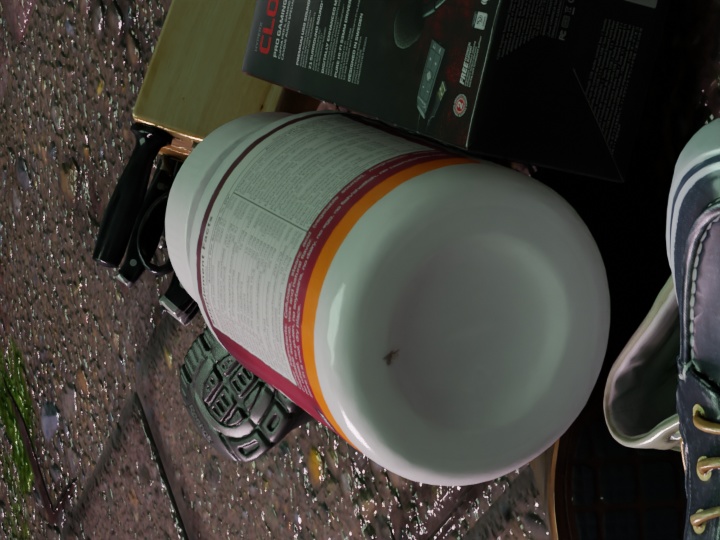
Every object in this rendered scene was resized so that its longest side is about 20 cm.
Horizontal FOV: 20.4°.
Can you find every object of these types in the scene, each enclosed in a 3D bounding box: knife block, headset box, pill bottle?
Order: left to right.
[{"bbox_3d":[-0.061,-0.083,0.898,0.176,0.063,0.201,-66,-8,-52],"label":"knife block"},{"bbox_3d":[0.000,0.000,0.743,0.200,0.109,0.111,-152,57,-64],"label":"pill bottle"},{"bbox_3d":[0.033,-0.128,0.759,0.200,0.074,0.150,27,105,58],"label":"headset box"}]

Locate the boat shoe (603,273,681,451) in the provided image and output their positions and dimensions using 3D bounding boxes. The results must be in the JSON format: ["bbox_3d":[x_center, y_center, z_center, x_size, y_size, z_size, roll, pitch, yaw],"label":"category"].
[{"bbox_3d":[0.142,0.003,0.646,0.072,0.062,0.201,62,148,31],"label":"boat shoe"}]

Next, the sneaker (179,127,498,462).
[{"bbox_3d":[-0.003,0.002,0.908,0.076,0.091,0.200,52,122,12],"label":"sneaker"}]

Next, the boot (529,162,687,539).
[{"bbox_3d":[0.086,0.061,0.775,0.097,0.074,0.202,143,124,-70],"label":"boot"}]

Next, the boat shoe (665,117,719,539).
[{"bbox_3d":[0.126,0.057,0.597,0.070,0.091,0.201,2,130,28],"label":"boat shoe"}]
